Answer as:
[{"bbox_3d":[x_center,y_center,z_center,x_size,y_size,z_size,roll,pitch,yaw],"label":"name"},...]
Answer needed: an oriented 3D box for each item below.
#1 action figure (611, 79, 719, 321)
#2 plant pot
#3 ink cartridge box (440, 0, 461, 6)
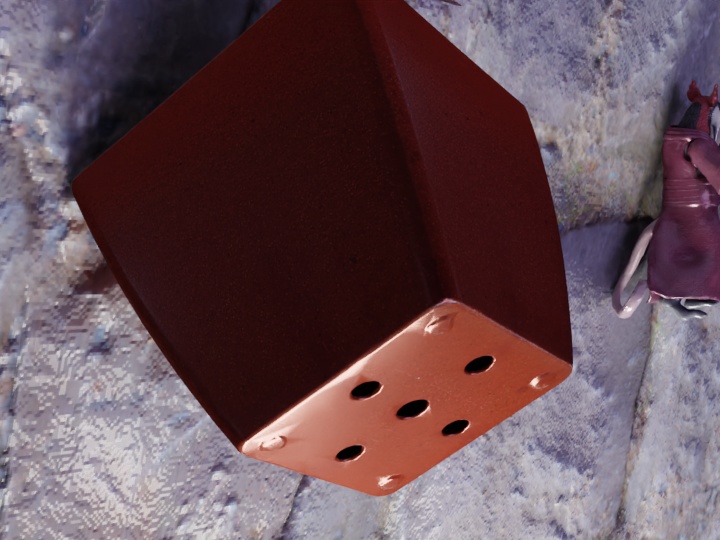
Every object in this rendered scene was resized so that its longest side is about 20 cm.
[{"bbox_3d":[0.283,-0.064,1.159,0.147,0.134,0.203,-3,96,-4],"label":"action figure"},{"bbox_3d":[0.000,0.000,0.697,0.199,0.178,0.199,-36,145,20],"label":"plant pot"},{"bbox_3d":[-0.054,-0.198,0.637,0.199,0.162,0.058,13,99,-50],"label":"ink cartridge box"}]
